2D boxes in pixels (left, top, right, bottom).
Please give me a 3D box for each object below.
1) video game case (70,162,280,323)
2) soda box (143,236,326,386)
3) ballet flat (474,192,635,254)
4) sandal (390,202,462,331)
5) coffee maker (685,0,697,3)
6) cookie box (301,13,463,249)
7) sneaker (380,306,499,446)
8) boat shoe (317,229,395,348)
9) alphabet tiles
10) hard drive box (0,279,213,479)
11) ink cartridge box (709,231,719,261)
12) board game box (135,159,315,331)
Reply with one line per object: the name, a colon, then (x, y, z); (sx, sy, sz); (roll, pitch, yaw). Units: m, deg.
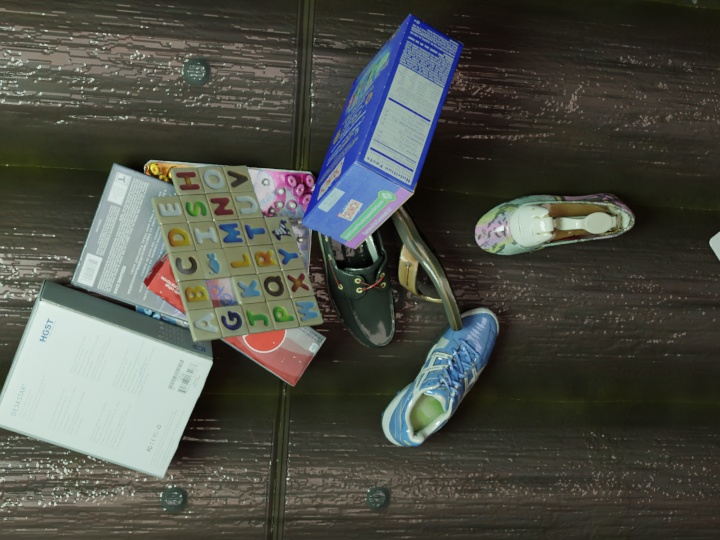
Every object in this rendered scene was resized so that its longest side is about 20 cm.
video game case: (-0.207, -0.020, 1.349); (0.200, 0.019, 0.143); (20, 92, -16)
soda box: (-0.140, 0.044, 1.331); (0.200, 0.063, 0.070); (36, 86, -14)
ballet flat: (0.240, -0.058, 1.452); (0.199, 0.071, 0.069); (-7, 99, -12)
sandal: (0.061, -0.013, 1.413); (0.054, 0.082, 0.200); (-30, 104, 8)
coffee maker: (0.362, -0.398, 1.376); (0.192, 0.200, 0.135); (-43, 102, -8)
cookie box: (0.022, -0.147, 1.304); (0.075, 0.171, 0.200); (26, 64, -13)
sneaker: (0.106, 0.133, 1.438); (0.076, 0.077, 0.200); (35, 86, -13)
boat shoe: (-0.003, 0.001, 1.406); (0.073, 0.063, 0.202); (-19, 102, -13)
alphabet tiles: (-0.137, -0.024, 1.307); (0.167, 0.008, 0.200); (-6, 70, -39)
hard drive box: (-0.284, 0.121, 1.328); (0.200, 0.077, 0.156); (22, 102, -15)
ink cartridge box: (0.562, -0.051, 1.532); (0.200, 0.067, 0.116); (-38, 104, -7)
board game box: (-0.155, -0.021, 1.384); (0.199, 0.026, 0.201); (3, 95, -14)
